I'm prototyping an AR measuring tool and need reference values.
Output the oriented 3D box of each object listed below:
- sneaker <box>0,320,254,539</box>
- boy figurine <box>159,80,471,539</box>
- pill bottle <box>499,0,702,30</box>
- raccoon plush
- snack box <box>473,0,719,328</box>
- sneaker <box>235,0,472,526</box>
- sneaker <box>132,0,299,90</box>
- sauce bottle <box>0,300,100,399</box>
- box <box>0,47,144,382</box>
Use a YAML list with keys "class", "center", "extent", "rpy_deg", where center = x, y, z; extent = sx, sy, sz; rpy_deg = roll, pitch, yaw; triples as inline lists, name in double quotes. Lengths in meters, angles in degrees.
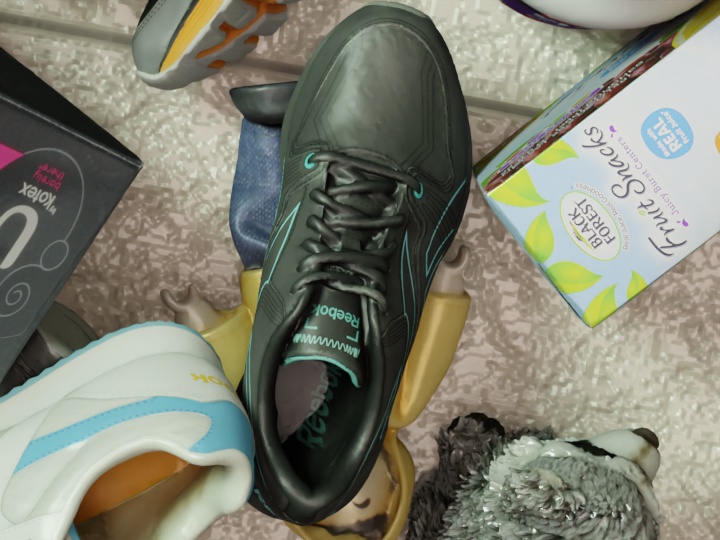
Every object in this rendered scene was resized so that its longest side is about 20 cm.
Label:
- class: "sneaker"
  center: [-0.128, 0.099, 0.843]
  extent: [0.200, 0.081, 0.077]
  rpy_deg: [-37, 125, 3]
- class: "boy figurine"
  center: [-0.017, 0.023, 0.939]
  extent: [0.124, 0.064, 0.200]
  rpy_deg: [-2, 94, -3]
- class: "pill bottle"
  center: [0.088, -0.142, 0.849]
  extent: [0.111, 0.200, 0.112]
  rpy_deg: [0, 96, 0]
- class: "raccoon plush"
  center: [0.055, 0.144, 0.917]
  extent: [0.097, 0.134, 0.200]
  rpy_deg: [22, 96, -4]
- class: "snack box"
  center: [0.138, -0.071, 0.876]
  extent: [0.200, 0.169, 0.068]
  rpy_deg: [-37, 94, 5]
- class: "sneaker"
  center: [0.000, 0.000, 0.868]
  extent: [0.075, 0.079, 0.200]
  rpy_deg: [10, 93, -4]
- class: "sneaker"
  center: [-0.043, -0.164, 0.916]
  extent: [0.077, 0.078, 0.200]
  rpy_deg: [27, 93, 10]
- class: "sauce bottle"
  center: [-0.174, 0.091, 0.911]
  extent: [0.065, 0.065, 0.200]
  rpy_deg: [44, 106, -5]
- class: "box"
  center: [-0.198, -0.062, 0.852]
  extent: [0.200, 0.122, 0.106]
  rpy_deg: [38, 97, 31]
